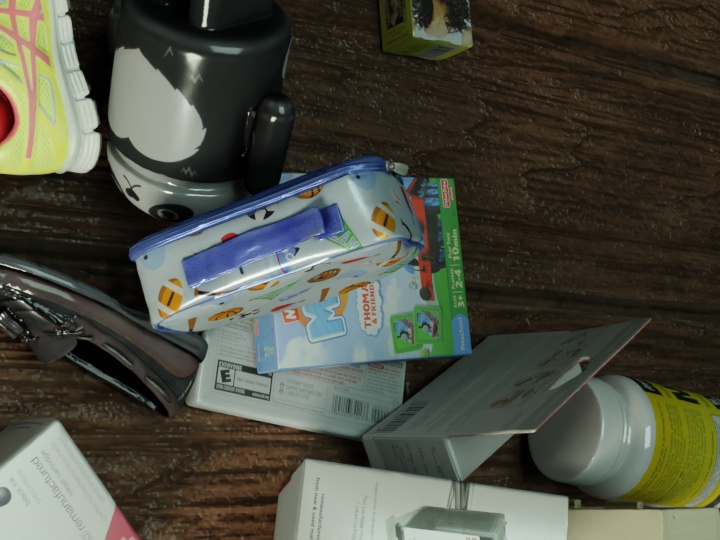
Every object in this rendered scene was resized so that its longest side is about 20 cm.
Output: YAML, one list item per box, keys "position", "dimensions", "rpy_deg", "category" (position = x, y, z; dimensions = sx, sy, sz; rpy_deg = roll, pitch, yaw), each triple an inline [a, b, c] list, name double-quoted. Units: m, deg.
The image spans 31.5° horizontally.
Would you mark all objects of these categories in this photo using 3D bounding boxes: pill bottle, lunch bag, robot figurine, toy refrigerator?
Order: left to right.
- position: [-0.117, -0.130, 0.904]
  dimensions: [0.123, 0.202, 0.151]
  rpy_deg: [4, 35, -15]
  category: "robot figurine"
- position: [-0.051, -0.018, 0.880]
  dimensions: [0.160, 0.197, 0.077]
  rpy_deg: [17, 53, -77]
  category: "lunch bag"
- position: [0.202, 0.229, 1.077]
  dimensions: [0.075, 0.199, 0.071]
  rpy_deg: [6, 78, -35]
  category: "toy refrigerator"
- position: [0.257, 0.159, 1.186]
  dimensions: [0.198, 0.114, 0.116]
  rpy_deg: [14, 73, -35]
  category: "pill bottle"

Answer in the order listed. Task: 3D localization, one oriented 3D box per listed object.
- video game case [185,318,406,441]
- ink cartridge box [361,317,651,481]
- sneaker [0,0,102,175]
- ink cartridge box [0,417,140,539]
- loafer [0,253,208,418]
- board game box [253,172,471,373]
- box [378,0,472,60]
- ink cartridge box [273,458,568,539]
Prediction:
- position: [-0.042, 0.036, 1.035]
  dimensions: [0.198, 0.023, 0.185]
  rpy_deg: [16, 73, -34]
  category: "video game case"
- position: [0.125, 0.105, 1.037]
  dimensions: [0.199, 0.175, 0.045]
  rpy_deg: [-32, 107, -44]
  category: "ink cartridge box"
- position: [-0.247, -0.159, 0.878]
  dimensions: [0.089, 0.078, 0.203]
  rpy_deg: [-18, 92, -31]
  category: "sneaker"
- position: [-0.242, 0.212, 0.811]
  dimensions: [0.200, 0.084, 0.147]
  rpy_deg: [-41, 107, -33]
  category: "ink cartridge box"
- position: [-0.194, 0.046, 0.887]
  dimensions: [0.198, 0.071, 0.064]
  rpy_deg: [26, 71, -35]
  category: "loafer"
- position: [0.000, 0.000, 1.036]
  dimensions: [0.198, 0.036, 0.154]
  rpy_deg: [-2, 83, -36]
  category: "board game box"
- position: [0.053, -0.297, 1.149]
  dimensions: [0.074, 0.050, 0.204]
  rpy_deg: [0, 82, -37]
  category: "box"
- position: [0.040, 0.204, 0.944]
  dimensions: [0.197, 0.147, 0.084]
  rpy_deg: [9, 71, -9]
  category: "ink cartridge box"
